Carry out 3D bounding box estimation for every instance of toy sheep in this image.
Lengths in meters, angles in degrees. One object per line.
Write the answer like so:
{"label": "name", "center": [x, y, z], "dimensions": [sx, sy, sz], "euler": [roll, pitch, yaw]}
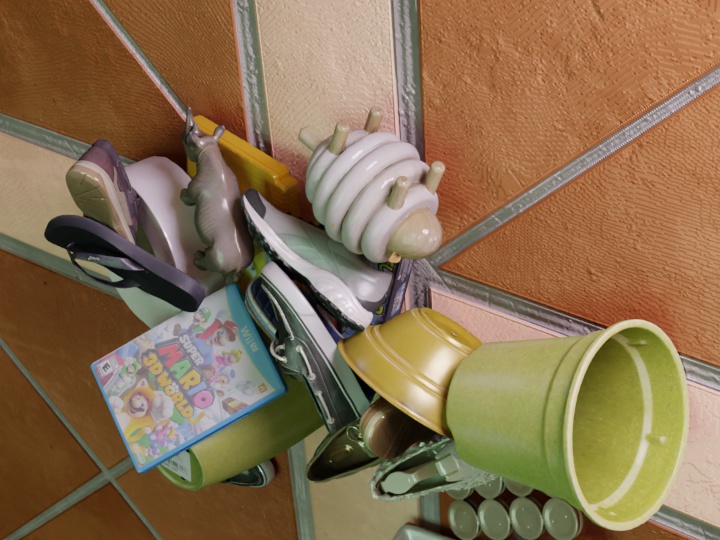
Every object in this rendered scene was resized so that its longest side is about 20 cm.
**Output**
{"label": "toy sheep", "center": [0.009, -0.085, 1.494], "dimensions": [0.200, 0.137, 0.138], "euler": [48, 142, 25]}

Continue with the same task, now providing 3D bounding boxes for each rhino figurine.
{"label": "rhino figurine", "center": [-0.163, -0.084, 1.628], "dimensions": [0.087, 0.059, 0.201], "euler": [-17, 86, 67]}

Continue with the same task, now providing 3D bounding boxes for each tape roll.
{"label": "tape roll", "center": [-0.243, -0.032, 1.766], "dimensions": [0.202, 0.071, 0.203], "euler": [34, 137, 39]}

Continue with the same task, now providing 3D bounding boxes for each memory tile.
{"label": "memory tile", "center": [0.175, 0.282, 1.678], "dimensions": [0.199, 0.017, 0.154], "euler": [-11, 92, 47]}

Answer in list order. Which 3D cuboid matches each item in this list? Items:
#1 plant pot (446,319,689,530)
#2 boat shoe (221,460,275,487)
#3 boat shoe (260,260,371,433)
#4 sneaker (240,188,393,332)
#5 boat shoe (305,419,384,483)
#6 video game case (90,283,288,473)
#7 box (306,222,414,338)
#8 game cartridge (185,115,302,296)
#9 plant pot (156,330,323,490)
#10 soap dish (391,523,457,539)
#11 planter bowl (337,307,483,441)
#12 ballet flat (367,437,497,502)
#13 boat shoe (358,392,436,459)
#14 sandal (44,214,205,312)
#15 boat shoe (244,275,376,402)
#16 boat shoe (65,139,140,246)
{"label": "plant pot", "center": [0.193, 0.143, 1.454], "dimensions": [0.184, 0.200, 0.201], "euler": [3, 122, 45]}
{"label": "boat shoe", "center": [-0.204, 0.264, 2.010], "dimensions": [0.199, 0.057, 0.069], "euler": [11, 127, 37]}
{"label": "boat shoe", "center": [-0.061, 0.085, 1.581], "dimensions": [0.201, 0.063, 0.071], "euler": [59, 175, -13]}
{"label": "sneaker", "center": [-0.049, -0.022, 1.573], "dimensions": [0.200, 0.079, 0.074], "euler": [41, 171, 13]}
{"label": "boat shoe", "center": [0.003, 0.211, 1.777], "dimensions": [0.073, 0.063, 0.200], "euler": [49, 140, 1]}
{"label": "video game case", "center": [-0.198, 0.123, 1.691], "dimensions": [0.144, 0.199, 0.018], "euler": [63, -172, 16]}
{"label": "box", "center": [0.000, 0.000, 1.636], "dimensions": [0.110, 0.035, 0.201], "euler": [32, 137, 19]}
{"label": "game cartridge", "center": [-0.135, -0.058, 1.691], "dimensions": [0.176, 0.032, 0.201], "euler": [32, 138, 36]}
{"label": "plant pot", "center": [-0.160, 0.172, 1.788], "dimensions": [0.186, 0.200, 0.188], "euler": [23, 134, 27]}
{"label": "soap dish", "center": [0.102, 0.406, 1.779], "dimensions": [0.199, 0.158, 0.081], "euler": [13, 146, 34]}
{"label": "planter bowl", "center": [0.080, 0.097, 1.569], "dimensions": [0.200, 0.200, 0.084], "euler": [35, 101, 16]}
{"label": "ballet flat", "center": [0.090, 0.226, 1.672], "dimensions": [0.199, 0.072, 0.072], "euler": [-26, 102, 35]}
{"label": "boat shoe", "center": [0.040, 0.154, 1.609], "dimensions": [0.063, 0.200, 0.073], "euler": [32, 107, 20]}
{"label": "sandal", "center": [-0.271, -0.004, 1.652], "dimensions": [0.199, 0.043, 0.076], "euler": [26, 153, 7]}
{"label": "boat shoe", "center": [-0.063, 0.090, 1.665], "dimensions": [0.200, 0.072, 0.072], "euler": [45, 141, -9]}
{"label": "boat shoe", "center": [-0.280, -0.072, 1.667], "dimensions": [0.072, 0.065, 0.200], "euler": [21, 152, 18]}
